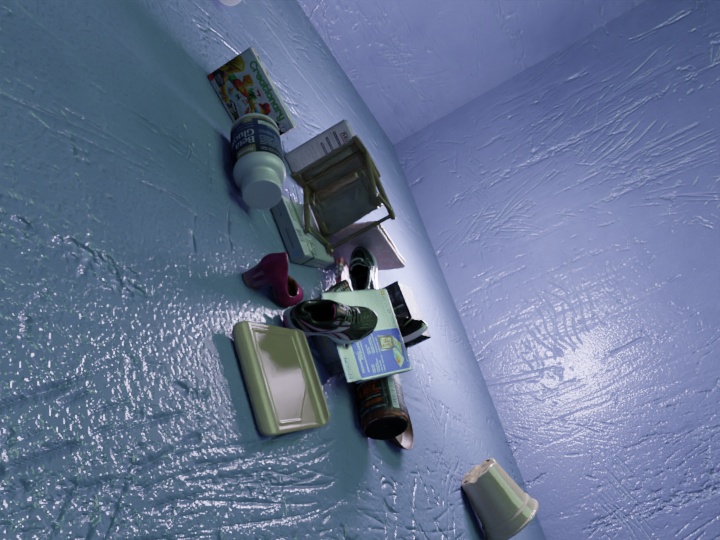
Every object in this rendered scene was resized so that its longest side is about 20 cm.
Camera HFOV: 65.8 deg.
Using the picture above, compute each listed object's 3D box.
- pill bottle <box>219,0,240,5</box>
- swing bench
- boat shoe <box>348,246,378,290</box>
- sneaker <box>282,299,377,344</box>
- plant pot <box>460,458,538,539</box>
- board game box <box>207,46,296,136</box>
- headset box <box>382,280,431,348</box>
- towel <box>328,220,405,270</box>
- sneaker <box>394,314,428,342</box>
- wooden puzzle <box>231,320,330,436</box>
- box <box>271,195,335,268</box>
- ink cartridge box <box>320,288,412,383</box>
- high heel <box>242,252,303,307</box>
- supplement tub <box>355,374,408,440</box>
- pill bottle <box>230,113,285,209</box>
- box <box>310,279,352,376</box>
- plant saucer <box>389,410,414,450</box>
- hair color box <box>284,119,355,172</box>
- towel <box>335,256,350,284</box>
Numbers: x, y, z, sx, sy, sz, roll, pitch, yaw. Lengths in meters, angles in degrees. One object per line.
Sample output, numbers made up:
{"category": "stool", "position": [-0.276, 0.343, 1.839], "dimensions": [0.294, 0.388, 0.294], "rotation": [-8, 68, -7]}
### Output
{"category": "pill bottle", "position": [-0.387, -0.858, 1.617], "dimensions": [0.112, 0.111, 0.202], "rotation": [46, 23, -48]}
{"category": "swing bench", "position": [-0.045, -0.188, 1.377], "dimensions": [0.130, 0.197, 0.202], "rotation": [42, 26, -54]}
{"category": "boat shoe", "position": [0.000, 0.000, 1.381], "dimensions": [0.068, 0.071, 0.202], "rotation": [54, 21, -40]}
{"category": "sneaker", "position": [-0.048, 0.096, 1.096], "dimensions": [0.197, 0.086, 0.082], "rotation": [1, 67, -29]}
{"category": "plant pot", "position": [0.415, 0.699, 1.728], "dimensions": [0.185, 0.200, 0.200], "rotation": [54, 14, 8]}
{"category": "board game box", "position": [-0.251, -0.395, 1.300], "dimensions": [0.202, 0.125, 0.035], "rotation": [60, 15, -13]}
{"category": "headset box", "position": [0.137, 0.141, 1.821], "dimensions": [0.203, 0.092, 0.174], "rotation": [68, 15, 18]}
{"category": "towel", "position": [0.001, -0.061, 1.493], "dimensions": [0.191, 0.197, 0.033], "rotation": [51, 44, -44]}
{"category": "sneaker", "position": [0.078, 0.132, 1.470], "dimensions": [0.073, 0.198, 0.113], "rotation": [-37, 103, -45]}
{"category": "wooden puzzle", "position": [-0.135, 0.183, 0.948], "dimensions": [0.199, 0.037, 0.187], "rotation": [19, 47, -63]}
{"category": "box", "position": [-0.138, -0.089, 1.357], "dimensions": [0.158, 0.041, 0.200], "rotation": [68, 16, 10]}
{"category": "ink cartridge box", "position": [0.006, 0.139, 1.208], "dimensions": [0.198, 0.043, 0.201], "rotation": [0, 66, -44]}
{"category": "high heel", "position": [-0.137, 0.015, 1.081], "dimensions": [0.200, 0.095, 0.068], "rotation": [38, 29, -59]}
{"category": "supplement tub", "position": [0.041, 0.270, 1.261], "dimensions": [0.107, 0.106, 0.202], "rotation": [50, 20, -42]}
{"category": "pill bottle", "position": [-0.216, -0.229, 1.179], "dimensions": [0.111, 0.110, 0.202], "rotation": [46, 23, -49]}
{"category": "box", "position": [-0.047, 0.123, 1.253], "dimensions": [0.160, 0.048, 0.200], "rotation": [62, 24, -4]}
{"category": "plant saucer", "position": [0.076, 0.352, 1.390], "dimensions": [0.201, 0.032, 0.201], "rotation": [56, 18, -28]}
{"category": "hair color box", "position": [-0.102, -0.326, 1.554], "dimensions": [0.101, 0.198, 0.061], "rotation": [63, 15, -3]}
{"category": "towel", "position": [-0.020, 0.082, 1.429], "dimensions": [0.146, 0.030, 0.203], "rotation": [43, 38, -52]}
